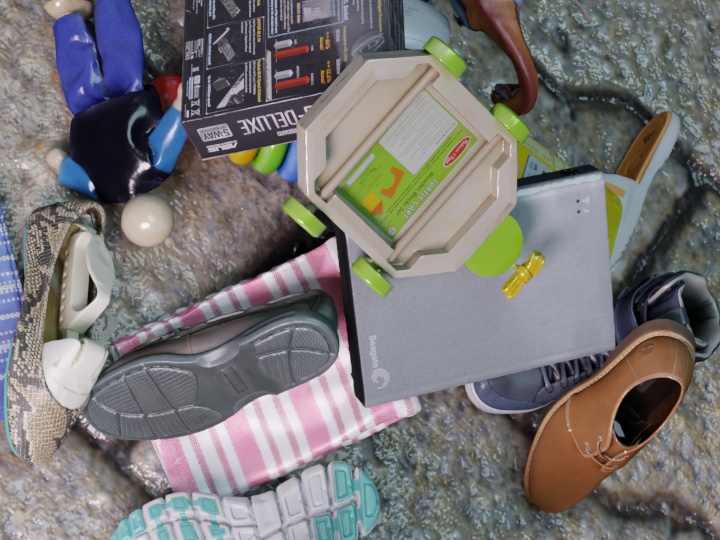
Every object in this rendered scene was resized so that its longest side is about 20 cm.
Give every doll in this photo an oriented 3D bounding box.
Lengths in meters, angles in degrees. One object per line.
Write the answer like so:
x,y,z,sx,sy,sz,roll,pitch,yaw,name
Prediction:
-0.177,-0.115,1.434,0.048,0.136,0.201,13,60,-65,doll

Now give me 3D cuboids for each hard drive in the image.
0.084,0.010,1.392,0.199,0.033,0.140,-12,111,-15,hard drive

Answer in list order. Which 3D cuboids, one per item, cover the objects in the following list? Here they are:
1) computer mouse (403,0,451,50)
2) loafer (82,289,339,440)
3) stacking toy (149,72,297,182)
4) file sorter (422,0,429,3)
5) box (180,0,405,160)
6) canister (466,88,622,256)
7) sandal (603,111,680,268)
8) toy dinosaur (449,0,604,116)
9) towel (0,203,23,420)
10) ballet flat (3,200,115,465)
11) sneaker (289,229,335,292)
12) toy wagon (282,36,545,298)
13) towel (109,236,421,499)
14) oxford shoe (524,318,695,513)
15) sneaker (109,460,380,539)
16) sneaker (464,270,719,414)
-0.033,-0.174,1.436,0.199,0.044,0.110,-11,50,6,computer mouse
-0.105,0.067,1.390,0.063,0.199,0.072,-83,151,-58,loafer
-0.072,-0.109,1.489,0.199,0.085,0.086,13,73,-16,stacking toy
-0.017,-0.303,1.532,0.199,0.123,0.139,26,69,-15,file sorter
-0.049,-0.187,1.395,0.157,0.050,0.201,-11,56,12,box
0.092,-0.046,1.463,0.200,0.086,0.149,34,62,-27,canister
0.199,-0.064,1.596,0.059,0.079,0.207,36,58,-11,sandal
0.077,-0.205,1.418,0.199,0.105,0.183,6,63,-42,toy dinosaur
-0.315,0.018,1.389,0.144,0.024,0.201,-11,80,-23,towel
-0.210,0.036,1.374,0.068,0.075,0.201,35,48,-47,ballet flat
0.000,0.000,1.491,0.200,0.071,0.098,-29,98,-25,sneaker
0.046,-0.056,1.318,0.155,0.040,0.200,-48,116,1,toy wagon
-0.070,0.078,1.424,0.199,0.030,0.147,-25,88,4,towel
0.186,0.126,1.482,0.071,0.200,0.071,26,34,-10,oxford shoe
-0.084,0.199,1.408,0.199,0.091,0.078,-9,70,-5,sneaker
0.191,0.056,1.523,0.201,0.146,0.077,-16,86,-24,sneaker
